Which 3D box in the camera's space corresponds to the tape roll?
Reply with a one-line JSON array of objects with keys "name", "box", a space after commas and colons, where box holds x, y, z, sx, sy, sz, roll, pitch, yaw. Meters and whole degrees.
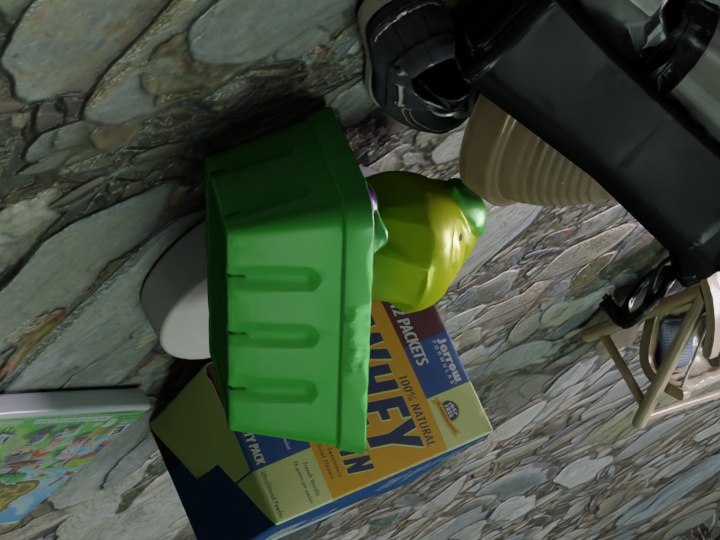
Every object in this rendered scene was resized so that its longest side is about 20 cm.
[{"name": "tape roll", "box": [-0.063, -0.004, 1.389, 0.202, 0.037, 0.203, -26, 160, -10]}]

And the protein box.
[{"name": "protein box", "box": [-0.037, 0.128, 1.550, 0.199, 0.136, 0.199, -21, 170, -25]}]

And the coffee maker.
[{"name": "coffee maker", "box": [0.152, -0.093, 1.116, 0.193, 0.200, 0.135, -53, -164, -1]}]

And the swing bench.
[{"name": "swing bench", "box": [0.374, 0.045, 1.987, 0.198, 0.130, 0.200, -13, 154, -38]}]

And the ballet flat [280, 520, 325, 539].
[{"name": "ballet flat", "box": [-0.032, 0.217, 1.979, 0.200, 0.057, 0.066, -41, 130, 16]}]

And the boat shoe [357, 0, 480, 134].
[{"name": "boat shoe", "box": [0.044, -0.119, 1.218, 0.072, 0.063, 0.200, -30, 161, 1]}]

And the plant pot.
[{"name": "plant pot", "box": [0.161, -0.113, 1.258, 0.201, 0.093, 0.201, -47, 161, -22]}]

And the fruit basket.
[{"name": "fruit basket", "box": [0.000, 0.000, 1.259, 0.214, 0.156, 0.217, -7, 125, -10]}]

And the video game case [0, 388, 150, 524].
[{"name": "video game case", "box": [-0.285, 0.151, 1.475, 0.182, 0.022, 0.200, -40, 158, 27]}]
